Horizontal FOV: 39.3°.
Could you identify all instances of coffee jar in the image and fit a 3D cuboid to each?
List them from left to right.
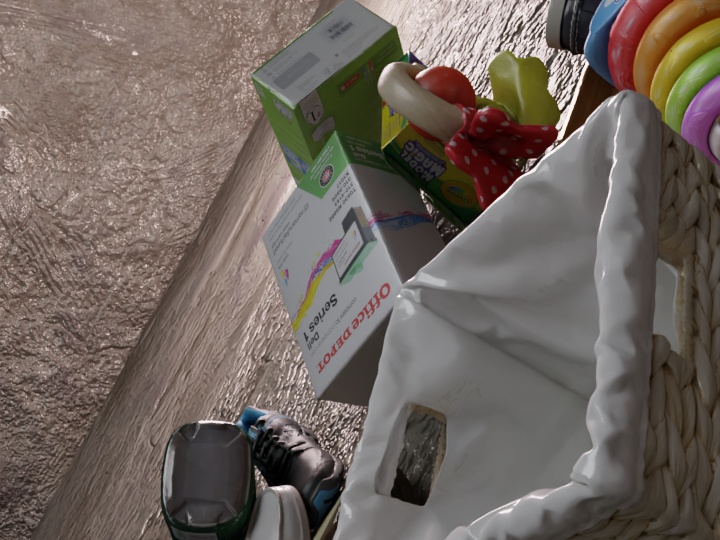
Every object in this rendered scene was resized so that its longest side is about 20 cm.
[{"bbox_3d":[-0.142,0.230,0.971,0.201,0.083,0.106,99,172,-58],"label":"coffee jar"}]

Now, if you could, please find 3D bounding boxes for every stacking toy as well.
[{"bbox_3d":[0.211,-0.096,0.573,0.116,0.109,0.202,-46,32,32],"label":"stacking toy"}]

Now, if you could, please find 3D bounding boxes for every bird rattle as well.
[{"bbox_3d":[0.085,-0.123,0.860,0.200,0.161,0.114,-49,-16,-59],"label":"bird rattle"}]

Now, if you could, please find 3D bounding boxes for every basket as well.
[{"bbox_3d":[0.107,0.074,0.460,0.200,0.159,0.201,-42,24,46],"label":"basket"}]

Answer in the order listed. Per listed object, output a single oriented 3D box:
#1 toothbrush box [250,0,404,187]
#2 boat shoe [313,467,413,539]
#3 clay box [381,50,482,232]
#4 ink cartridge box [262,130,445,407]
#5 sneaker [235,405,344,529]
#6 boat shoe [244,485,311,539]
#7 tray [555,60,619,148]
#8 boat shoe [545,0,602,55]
[{"bbox_3d":[-0.017,-0.168,1.113,0.145,0.201,0.086,-41,52,-14],"label":"toothbrush box"},{"bbox_3d":[-0.022,0.238,0.770,0.202,0.071,0.076,-55,1,-6],"label":"boat shoe"},{"bbox_3d":[0.074,-0.127,0.982,0.048,0.114,0.201,-42,23,23],"label":"clay box"},{"bbox_3d":[0.000,0.000,0.914,0.145,0.083,0.202,-51,45,31],"label":"ink cartridge box"},{"bbox_3d":[-0.075,0.186,0.968,0.074,0.081,0.200,-58,17,-5],"label":"sneaker"},{"bbox_3d":[-0.088,0.267,0.831,0.071,0.069,0.203,-37,39,41],"label":"boat shoe"},{"bbox_3d":[0.179,-0.083,0.735,0.098,0.037,0.203,-27,36,63],"label":"tray"},{"bbox_3d":[0.203,-0.206,0.781,0.200,0.062,0.074,-37,-43,-52],"label":"boat shoe"}]
